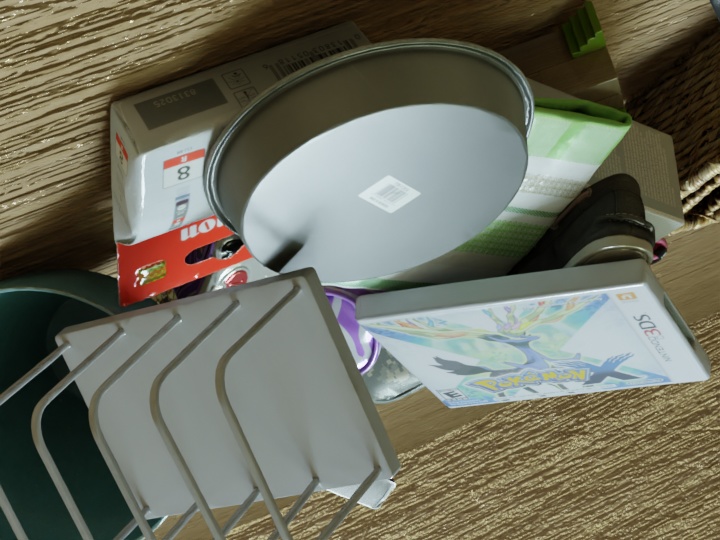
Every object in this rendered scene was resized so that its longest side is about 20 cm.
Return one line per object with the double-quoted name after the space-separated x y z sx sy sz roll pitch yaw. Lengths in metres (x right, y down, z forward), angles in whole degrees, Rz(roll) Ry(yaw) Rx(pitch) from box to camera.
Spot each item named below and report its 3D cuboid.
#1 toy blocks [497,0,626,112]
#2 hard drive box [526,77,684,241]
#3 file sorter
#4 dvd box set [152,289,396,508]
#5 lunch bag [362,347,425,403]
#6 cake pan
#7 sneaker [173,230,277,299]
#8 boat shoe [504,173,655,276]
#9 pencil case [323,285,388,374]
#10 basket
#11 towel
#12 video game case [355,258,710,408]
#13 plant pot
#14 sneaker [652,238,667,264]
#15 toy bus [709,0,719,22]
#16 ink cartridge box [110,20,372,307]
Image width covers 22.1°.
0.123 -0.109 1.346 0.137 0.100 0.200 -19 159 7 "toy blocks"
0.096 -0.057 1.274 0.200 0.077 0.156 17 146 -32 "hard drive box"
-0.107 0.104 1.104 0.200 0.139 0.125 -14 -161 32 "file sorter"
-0.068 0.087 1.371 0.146 0.200 0.029 28 107 -36 "dvd box set"
0.065 -0.003 1.558 0.200 0.139 0.168 -30 -164 23 "lunch bag"
0.010 -0.056 1.069 0.200 0.037 0.200 -13 149 -8 "cake pan"
-0.087 -0.031 1.265 0.081 0.083 0.200 -3 140 -37 "sneaker"
0.137 -0.002 1.253 0.067 0.057 0.200 13 153 -22 "boat shoe"
0.000 0.000 1.356 0.084 0.086 0.200 4 -148 17 "pencil case"
0.319 -0.100 1.521 0.143 0.149 0.200 20 146 -21 "basket"
0.062 -0.050 1.173 0.149 0.031 0.200 6 143 -28 "towel"
0.122 0.048 1.267 0.200 0.022 0.182 -8 154 22 "video game case"
-0.195 0.080 1.279 0.200 0.200 0.135 -31 -168 21 "plant pot"
0.201 -0.011 1.489 0.095 0.079 0.200 2 169 14 "sneaker"
0.337 -0.170 1.268 0.136 0.192 0.200 -25 167 3 "toy bus"
-0.071 -0.048 1.126 0.162 0.050 0.200 -22 146 -20 "ink cartridge box"
